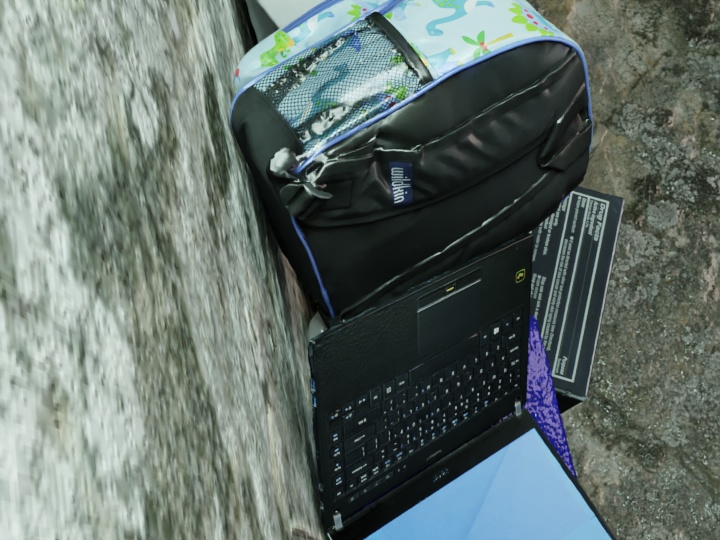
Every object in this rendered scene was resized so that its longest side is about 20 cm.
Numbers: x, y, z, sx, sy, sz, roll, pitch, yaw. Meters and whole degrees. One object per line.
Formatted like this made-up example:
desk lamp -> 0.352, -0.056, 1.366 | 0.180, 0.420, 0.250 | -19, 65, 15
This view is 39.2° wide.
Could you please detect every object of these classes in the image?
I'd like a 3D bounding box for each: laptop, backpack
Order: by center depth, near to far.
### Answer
laptop -> 0.072, 0.110, 0.585 | 0.103, 0.176, 0.202 | 26, -51, 42
backpack -> 0.030, -0.084, 0.610 | 0.147, 0.199, 0.184 | 55, -9, 34

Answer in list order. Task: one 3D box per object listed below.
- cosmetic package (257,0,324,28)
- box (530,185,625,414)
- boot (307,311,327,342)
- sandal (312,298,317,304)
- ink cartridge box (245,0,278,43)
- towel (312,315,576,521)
cosmetic package -> 0.000, -0.190, 0.715 | 0.200, 0.112, 0.082 | 49, 10, -50
box -> 0.122, 0.013, 0.953 | 0.123, 0.196, 0.202 | 107, 0, -71
boot -> 0.028, 0.041, 0.781 | 0.200, 0.094, 0.075 | 13, 74, -71
sandal -> 0.000, 0.000, 0.816 | 0.200, 0.086, 0.080 | 74, 2, -75
ink cartridge box -> -0.054, -0.261, 0.843 | 0.146, 0.082, 0.202 | 75, 4, -56
towel -> 0.067, 0.128, 0.677 | 0.049, 0.199, 0.150 | 3, -70, 50
